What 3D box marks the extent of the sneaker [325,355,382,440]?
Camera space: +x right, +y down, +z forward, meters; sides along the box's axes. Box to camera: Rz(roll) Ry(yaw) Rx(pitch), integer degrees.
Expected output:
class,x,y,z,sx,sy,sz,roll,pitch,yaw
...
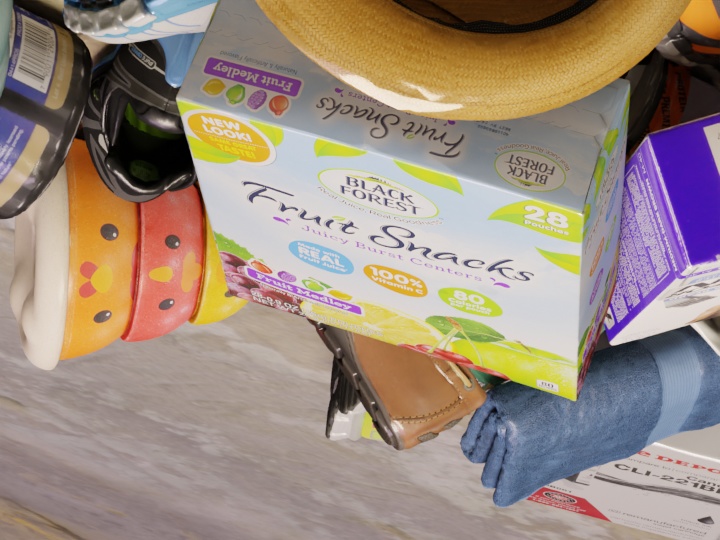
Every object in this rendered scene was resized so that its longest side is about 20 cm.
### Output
class,x,y,z,sx,sy,sz,roll,pitch,yaw
sneaker,0.029,0.070,1.798,0.090,0.078,0.200,8,167,-4

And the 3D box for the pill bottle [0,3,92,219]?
class,x,y,z,sx,sy,sz,roll,pitch,yaw
pill bottle,-0.251,-0.113,1.418,0.200,0.112,0.112,26,159,-27

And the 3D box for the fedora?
class,x,y,z,sx,sy,sz,roll,pitch,yaw
fedora,0.035,-0.152,1.015,0.201,0.201,0.082,18,-178,-8

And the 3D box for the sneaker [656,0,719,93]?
class,x,y,z,sx,sy,sz,roll,pitch,yaw
sneaker,0.194,-0.115,1.146,0.112,0.078,0.200,0,167,27

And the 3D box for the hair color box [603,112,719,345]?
class,x,y,z,sx,sy,sz,roll,pitch,yaw
hair color box,0.166,-0.024,1.175,0.109,0.065,0.200,-16,173,-6

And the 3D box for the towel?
class,x,y,z,sx,sy,sz,roll,pitch,yaw
towel,0.162,0.074,1.566,0.200,0.049,0.112,-17,158,-14

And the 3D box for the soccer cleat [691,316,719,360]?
class,x,y,z,sx,sy,sz,roll,pitch,yaw
soccer cleat,0.241,0.030,1.481,0.200,0.085,0.069,20,160,-14

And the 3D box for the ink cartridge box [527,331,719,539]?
class,x,y,z,sx,sy,sz,roll,pitch,yaw
ink cartridge box,0.184,0.101,1.729,0.144,0.084,0.200,15,160,1

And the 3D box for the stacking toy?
class,x,y,z,sx,sy,sz,roll,pitch,yaw
stacking toy,-0.108,-0.014,1.623,0.200,0.146,0.146,0,164,-13

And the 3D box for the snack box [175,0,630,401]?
class,x,y,z,sx,sy,sz,roll,pitch,yaw
snack box,0.021,-0.030,1.117,0.169,0.068,0.200,16,157,11

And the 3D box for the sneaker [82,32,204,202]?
class,x,y,z,sx,sy,sz,roll,pitch,yaw
sneaker,-0.120,-0.077,1.463,0.071,0.083,0.200,18,161,-8

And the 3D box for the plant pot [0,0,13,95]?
class,x,y,z,sx,sy,sz,roll,pitch,yaw
plant pot,-0.245,-0.156,1.213,0.200,0.200,0.134,17,134,-6

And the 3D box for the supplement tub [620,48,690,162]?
class,x,y,z,sx,sy,sz,roll,pitch,yaw
supplement tub,0.050,-0.115,1.163,0.123,0.123,0.200,-3,153,42

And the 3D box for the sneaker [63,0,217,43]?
class,x,y,z,sx,sy,sz,roll,pitch,yaw
sneaker,-0.061,-0.137,1.270,0.087,0.075,0.200,24,161,-40

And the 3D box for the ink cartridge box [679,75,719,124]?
class,x,y,z,sx,sy,sz,roll,pitch,yaw
ink cartridge box,0.071,-0.067,1.339,0.200,0.084,0.145,23,160,-20

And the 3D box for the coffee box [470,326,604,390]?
class,x,y,z,sx,sy,sz,roll,pitch,yaw
coffee box,0.062,0.005,1.537,0.123,0.044,0.200,51,154,-6

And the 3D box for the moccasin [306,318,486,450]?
class,x,y,z,sx,sy,sz,roll,pitch,yaw
moccasin,0.000,0.000,1.497,0.201,0.078,0.074,57,172,11
